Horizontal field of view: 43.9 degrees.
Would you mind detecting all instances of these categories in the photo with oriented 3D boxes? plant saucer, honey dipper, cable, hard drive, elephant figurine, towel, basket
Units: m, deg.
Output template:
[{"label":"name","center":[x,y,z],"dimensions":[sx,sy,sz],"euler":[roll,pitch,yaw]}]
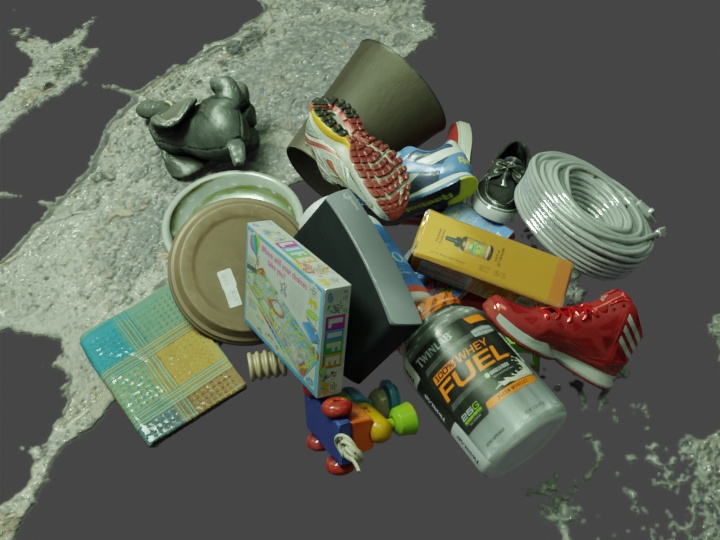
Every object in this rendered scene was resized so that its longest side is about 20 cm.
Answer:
[{"label":"plant saucer","center":[-0.177,-0.055,1.264],"dimensions":[0.199,0.050,0.201],"euler":[0,52,0]},{"label":"honey dipper","center":[-0.043,0.105,1.136],"dimensions":[0.199,0.038,0.038],"euler":[-10,50,-7]},{"label":"cable","center":[0.298,-0.075,1.191],"dimensions":[0.200,0.069,0.200],"euler":[45,37,12]},{"label":"plant saucer","center":[-0.151,-0.002,1.172],"dimensions":[0.199,0.029,0.201],"euler":[3,78,-13]},{"label":"hard drive","center":[-0.019,0.016,1.042],"dimensions":[0.042,0.135,0.200],"euler":[5,49,-46]},{"label":"elephant figurine","center":[-0.264,-0.212,1.370],"dimensions":[0.199,0.155,0.142],"euler":[-9,93,8]},{"label":"towel","center":[-0.255,0.118,1.147],"dimensions":[0.146,0.022,0.200],"euler":[-31,57,-20]},{"label":"basket","center":[-0.001,-0.206,1.318],"dimensions":[0.180,0.136,0.200],"euler":[45,75,-10]}]

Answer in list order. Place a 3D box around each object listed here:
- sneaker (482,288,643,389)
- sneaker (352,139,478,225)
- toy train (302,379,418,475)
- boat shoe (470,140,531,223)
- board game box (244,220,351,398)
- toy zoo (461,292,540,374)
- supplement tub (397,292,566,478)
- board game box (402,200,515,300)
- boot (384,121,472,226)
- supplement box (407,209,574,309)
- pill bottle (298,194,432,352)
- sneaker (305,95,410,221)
[{"label":"sneaker","center":[0.249,0.051,1.068],"dimensions":[0.199,0.116,0.078],"euler":[27,16,-21]},{"label":"sneaker","center":[0.058,-0.119,1.226],"dimensions":[0.199,0.074,0.083],"euler":[-15,69,10]},{"label":"toy train","center":[0.015,0.178,1.000],"dimensions":[0.115,0.085,0.200],"euler":[-8,14,-20]},{"label":"boat shoe","center":[0.207,-0.131,1.257],"dimensions":[0.070,0.066,0.200],"euler":[23,31,10]},{"label":"board game box","center":[-0.079,0.040,1.040],"dimensions":[0.034,0.135,0.200],"euler":[-9,28,-29]},{"label":"toy zoo","center":[0.175,0.048,1.182],"dimensions":[0.131,0.021,0.201],"euler":[5,51,7]},{"label":"supplement tub","center":[0.132,0.128,1.040],"dimensions":[0.122,0.123,0.200],"euler":[-29,61,-20]},{"label":"board game box","center":[0.105,-0.001,1.188],"dimensions":[0.103,0.019,0.200],"euler":[33,72,30]},{"label":"boot","center":[0.090,-0.145,1.318],"dimensions":[0.144,0.073,0.201],"euler":[5,54,9]},{"label":"supplement box","center":[0.162,-0.006,1.132],"dimensions":[0.199,0.069,0.067],"euler":[21,72,-1]},{"label":"pill bottle","center":[0.000,0.000,1.133],"dimensions":[0.112,0.112,0.200],"euler":[-24,58,-17]},{"label":"sneaker","center":[-0.005,-0.140,1.187],"dimensions":[0.078,0.082,0.200],"euler":[-17,59,-34]}]
